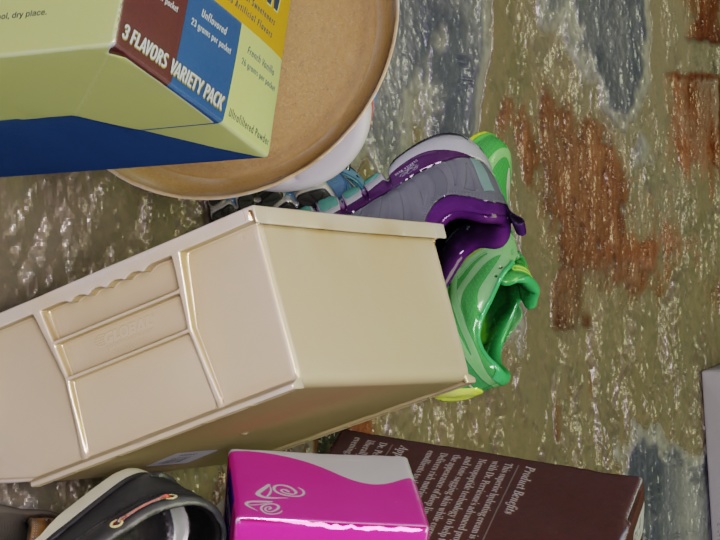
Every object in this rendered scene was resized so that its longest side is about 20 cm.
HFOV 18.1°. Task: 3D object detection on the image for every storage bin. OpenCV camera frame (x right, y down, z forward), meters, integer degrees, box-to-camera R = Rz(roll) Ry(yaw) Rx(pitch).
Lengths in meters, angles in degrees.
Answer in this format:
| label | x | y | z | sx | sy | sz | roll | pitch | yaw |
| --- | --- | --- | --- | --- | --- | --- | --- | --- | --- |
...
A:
| label | x | y | z | sx | sy | sz | roll | pitch | yaw |
| --- | --- | --- | --- | --- | --- | --- | --- | --- | --- |
| storage bin | -0.073 | 0.046 | 1.212 | 0.200 | 0.198 | 0.094 | 2 | 70 | -61 |

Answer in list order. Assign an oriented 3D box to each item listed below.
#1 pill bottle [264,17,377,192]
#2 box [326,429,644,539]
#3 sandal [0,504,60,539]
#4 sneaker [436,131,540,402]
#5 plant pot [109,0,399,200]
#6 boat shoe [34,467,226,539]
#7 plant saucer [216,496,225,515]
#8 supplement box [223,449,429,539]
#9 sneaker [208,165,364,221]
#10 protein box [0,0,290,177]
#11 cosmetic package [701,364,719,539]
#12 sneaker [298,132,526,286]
| label | x | y | z | sx | sy | sz | roll | pitch | yaw |
| --- | --- | --- | --- | --- | --- | --- | --- | --- | --- |
| pill bottle | -0.038 | -0.142 | 1.341 | 0.200 | 0.112 | 0.112 | -80 | 154 | -56 |
| box | 0.055 | 0.216 | 1.366 | 0.166 | 0.200 | 0.164 | -53 | 149 | -61 |
| sandal | -0.165 | 0.164 | 1.176 | 0.200 | 0.055 | 0.082 | 20 | 71 | -59 |
| sneaker | 0.092 | -0.001 | 1.617 | 0.074 | 0.083 | 0.200 | 34 | 58 | -55 |
| plant pot | -0.074 | -0.132 | 1.223 | 0.027 | 0.200 | 0.200 | 43 | 50 | -72 |
| boat shoe | -0.149 | 0.176 | 1.109 | 0.201 | 0.063 | 0.074 | -44 | 124 | -28 |
| plant saucer | -0.098 | 0.218 | 1.268 | 0.200 | 0.050 | 0.200 | 9 | 90 | -75 |
| supplement box | -0.025 | 0.204 | 1.185 | 0.101 | 0.103 | 0.200 | -109 | -156 | -74 |
| sneaker | -0.034 | -0.036 | 1.429 | 0.200 | 0.078 | 0.090 | 46 | 24 | -44 |
| protein box | -0.145 | -0.164 | 1.086 | 0.135 | 0.198 | 0.200 | 35 | 58 | -55 |
| cosmetic package | 0.385 | 0.185 | 2.107 | 0.085 | 0.107 | 0.200 | -8 | 97 | -61 |
| sneaker | 0.000 | 0.000 | 1.342 | 0.074 | 0.200 | 0.088 | 50 | 6 | -44 |
